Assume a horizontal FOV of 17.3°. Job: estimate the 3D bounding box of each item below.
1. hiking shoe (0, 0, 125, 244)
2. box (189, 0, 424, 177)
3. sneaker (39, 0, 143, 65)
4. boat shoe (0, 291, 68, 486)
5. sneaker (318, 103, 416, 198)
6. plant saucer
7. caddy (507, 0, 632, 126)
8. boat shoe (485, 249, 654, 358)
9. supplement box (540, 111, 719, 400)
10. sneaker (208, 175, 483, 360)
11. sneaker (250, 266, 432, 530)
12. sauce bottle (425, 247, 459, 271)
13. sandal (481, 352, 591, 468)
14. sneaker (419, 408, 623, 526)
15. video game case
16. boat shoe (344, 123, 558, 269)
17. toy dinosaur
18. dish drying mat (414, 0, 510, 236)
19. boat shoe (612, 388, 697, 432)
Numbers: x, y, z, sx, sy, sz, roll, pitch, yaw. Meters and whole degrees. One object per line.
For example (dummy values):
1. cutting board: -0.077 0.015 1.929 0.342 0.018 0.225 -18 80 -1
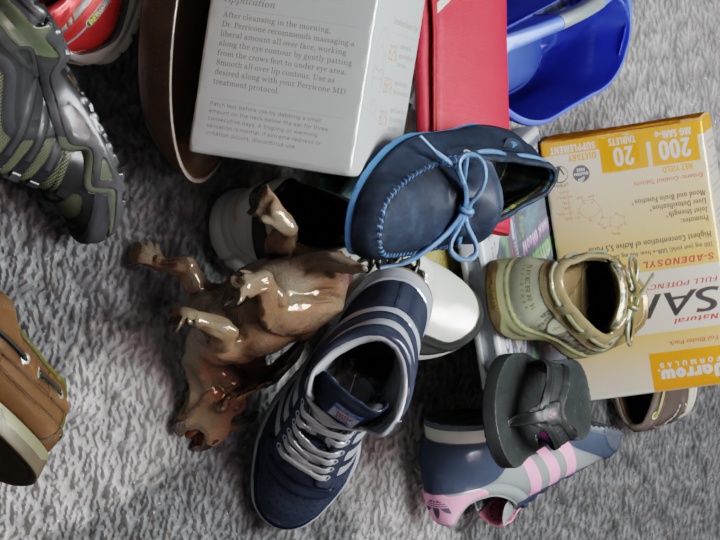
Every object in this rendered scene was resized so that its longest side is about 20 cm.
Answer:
1. hiking shoe: -0.206 -0.084 1.381 0.100 0.076 0.201 -27 133 -7
2. box: -0.025 -0.164 1.481 0.152 0.106 0.201 -5 104 -78
3. sneaker: -0.164 -0.225 1.420 0.085 0.077 0.202 11 80 -41
4. boat shoe: -0.233 0.037 1.347 0.068 0.072 0.200 -64 142 -32
5. sneaker: -0.017 -0.131 1.586 0.086 0.077 0.201 -29 108 -34
6. plant saucer: -0.100 -0.155 1.467 0.200 0.032 0.202 8 90 -79
7. caddy: 0.124 -0.185 1.721 0.200 0.105 0.142 -32 114 -45
8. boat shoe: 0.160 0.022 1.667 0.200 0.062 0.074 1 81 -57
9. supplement box: 0.214 -0.011 1.792 0.074 0.125 0.201 -30 111 -75
10. sneaker: 0.000 0.000 1.549 0.199 0.080 0.074 24 65 -22
11. sneaker: -0.020 0.098 1.502 0.201 0.070 0.109 -61 -175 22
12. sauce bottle: 0.013 0.039 1.626 0.065 0.064 0.201 47 58 -38
13. sandal: 0.132 0.089 1.637 0.200 0.048 0.076 -10 92 -67
14. sneaker: 0.115 0.145 1.746 0.199 0.070 0.083 3 94 -43
15. video game case: 0.113 0.005 1.715 0.200 0.023 0.183 -43 125 -67
16. boat shoe: 0.062 -0.054 1.487 0.200 0.068 0.085 -34 137 -51
17. toy dinosaur: -0.056 0.026 1.481 0.135 0.199 0.086 36 40 -40
18. dish drying mat: 0.070 -0.127 1.602 0.076 0.018 0.201 7 76 -35
19. boat shoe: 0.224 0.027 1.864 0.059 0.072 0.201 -20 110 -50
